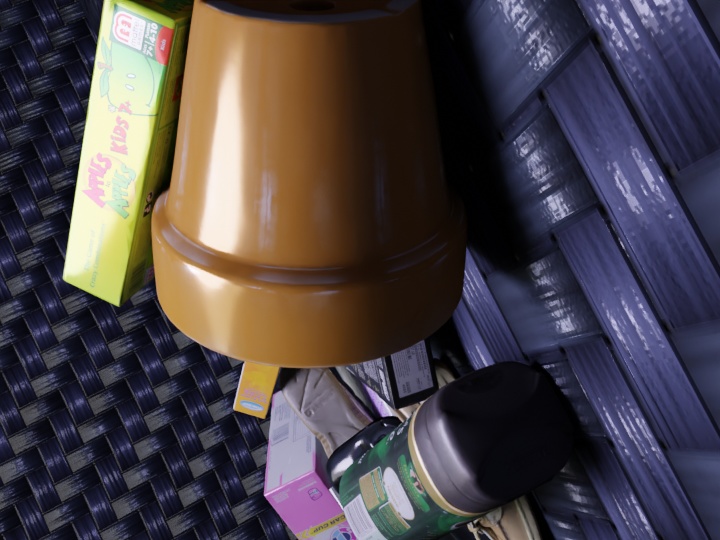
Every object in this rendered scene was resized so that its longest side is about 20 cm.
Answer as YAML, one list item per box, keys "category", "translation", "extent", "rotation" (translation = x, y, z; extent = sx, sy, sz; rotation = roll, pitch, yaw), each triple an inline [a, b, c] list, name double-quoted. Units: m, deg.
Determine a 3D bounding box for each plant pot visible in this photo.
- category: "plant pot"
  translation: [-0.031, -0.075, 0.523]
  extent: [0.200, 0.199, 0.184]
  rotation: [-132, 36, -50]

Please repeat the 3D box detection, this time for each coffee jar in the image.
- category: "coffee jar"
  translation: [0.062, 0.138, 0.621]
  extent: [0.086, 0.104, 0.200]
  rotation: [63, 149, 17]

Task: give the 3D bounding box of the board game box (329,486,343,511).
- category: "board game box"
  translation: [0.047, 0.289, 0.957]
  extent: [0.136, 0.028, 0.200]
  rotation: [52, -174, 24]

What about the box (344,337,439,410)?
- category: "box"
  translation: [0.000, 0.000, 0.750]
  extent: [0.160, 0.043, 0.202]
  rotation: [-153, 49, -69]

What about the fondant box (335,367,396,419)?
- category: "fondant box"
  translation: [0.018, 0.103, 0.919]
  extent: [0.201, 0.058, 0.145]
  rotation: [57, 165, 23]

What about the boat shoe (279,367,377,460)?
- category: "boat shoe"
  translation: [-0.006, 0.170, 0.880]
  extent: [0.201, 0.072, 0.066]
  rotation: [53, -170, 9]

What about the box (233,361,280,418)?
- category: "box"
  translation: [-0.086, 0.056, 0.879]
  extent: [0.201, 0.041, 0.120]
  rotation: [107, 178, -45]

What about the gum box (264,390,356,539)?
- category: "gum box"
  translation: [-0.050, 0.220, 1.014]
  extent: [0.114, 0.066, 0.200]
  rotation: [57, -168, -24]

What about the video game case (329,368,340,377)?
- category: "video game case"
  translation: [0.006, 0.181, 1.044]
  extent: [0.182, 0.024, 0.200]
  rotation: [54, -175, 36]

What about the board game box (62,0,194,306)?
- category: "board game box"
  translation: [-0.136, -0.087, 0.576]
  extent: [0.047, 0.102, 0.201]
  rotation: [24, 120, 7]

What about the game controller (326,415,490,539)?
- category: "game controller"
  translation: [0.059, 0.228, 0.817]
  extent: [0.200, 0.104, 0.042]
  rotation: [48, -149, -7]

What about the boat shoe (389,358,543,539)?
- category: "boat shoe"
  translation: [0.091, 0.176, 0.756]
  extent: [0.201, 0.062, 0.073]
  rotation: [59, 166, 20]
